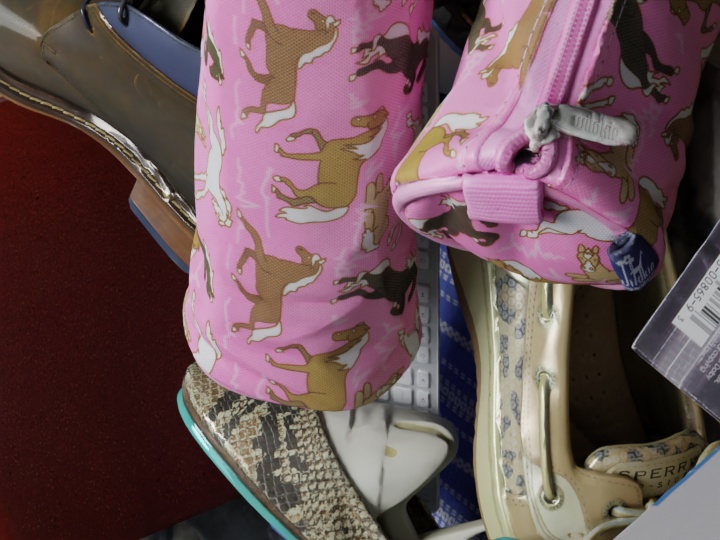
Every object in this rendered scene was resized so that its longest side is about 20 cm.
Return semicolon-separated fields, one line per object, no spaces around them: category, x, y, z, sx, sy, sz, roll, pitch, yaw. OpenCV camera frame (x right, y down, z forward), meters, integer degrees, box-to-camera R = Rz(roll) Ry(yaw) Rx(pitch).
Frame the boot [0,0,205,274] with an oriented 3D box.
boot;-0.079;-0.091;0.962;0.200;0.075;0.097;43;138;6

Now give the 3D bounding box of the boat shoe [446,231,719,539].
boat shoe;0.076;0.040;0.880;0.063;0.073;0.201;-14;92;50

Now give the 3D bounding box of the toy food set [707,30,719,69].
toy food set;0.148;0.027;0.802;0.143;0.060;0.201;2;96;52

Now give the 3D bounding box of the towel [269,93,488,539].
towel;0.026;0.035;0.995;0.145;0.024;0.201;35;121;44

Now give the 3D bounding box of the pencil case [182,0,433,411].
pencil case;-0.017;-0.051;0.841;0.082;0.087;0.201;15;129;17

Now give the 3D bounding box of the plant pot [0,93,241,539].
plant pot;-0.139;0.022;1.089;0.199;0.199;0.177;-8;100;53

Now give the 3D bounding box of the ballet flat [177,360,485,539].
ballet flat;0.023;0.097;0.943;0.075;0.068;0.200;-35;92;20

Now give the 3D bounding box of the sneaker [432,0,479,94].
sneaker;-0.015;-0.096;0.981;0.073;0.072;0.200;-52;37;-1

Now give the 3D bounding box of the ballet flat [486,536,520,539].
ballet flat;0.055;0.180;0.884;0.067;0.064;0.201;16;132;42

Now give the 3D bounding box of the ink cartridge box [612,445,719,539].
ink cartridge box;0.156;0.144;0.674;0.144;0.147;0.201;-8;103;32

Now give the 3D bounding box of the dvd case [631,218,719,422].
dvd case;0.185;0.028;0.715;0.200;0.016;0.149;40;122;14

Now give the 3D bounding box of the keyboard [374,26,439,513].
keyboard;0.000;0.000;0.932;0.056;0.011;0.201;7;126;11

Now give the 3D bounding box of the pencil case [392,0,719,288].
pencil case;0.075;-0.096;0.796;0.086;0.083;0.201;2;68;53
